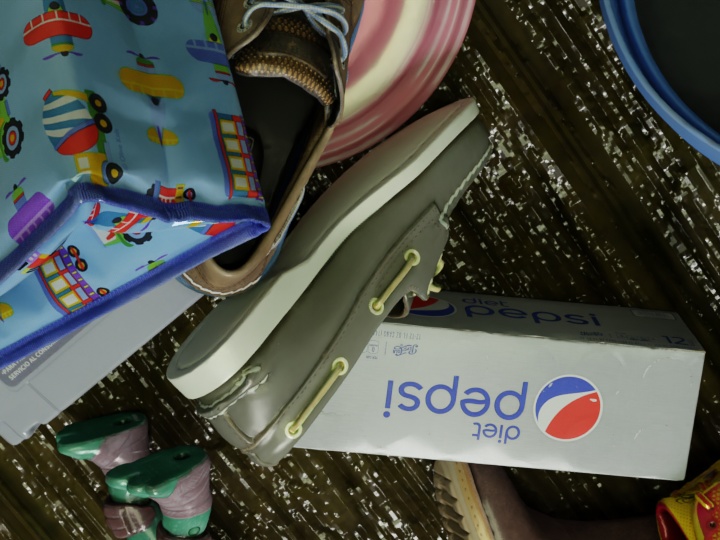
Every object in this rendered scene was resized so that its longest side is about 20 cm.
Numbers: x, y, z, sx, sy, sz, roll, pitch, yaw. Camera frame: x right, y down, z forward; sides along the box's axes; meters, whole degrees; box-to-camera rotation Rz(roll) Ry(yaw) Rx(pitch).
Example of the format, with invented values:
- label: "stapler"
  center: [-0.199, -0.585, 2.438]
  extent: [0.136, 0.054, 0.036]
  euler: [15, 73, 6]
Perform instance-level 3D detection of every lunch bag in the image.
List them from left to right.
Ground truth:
- label: "lunch bag"
  center: [-0.146, -0.047, 0.720]
  extent: [0.094, 0.152, 0.199]
  euler: [6, 151, -45]

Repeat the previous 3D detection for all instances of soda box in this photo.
- label: "soda box"
  center: [0.060, 0.052, 0.862]
  extent: [0.198, 0.064, 0.069]
  euler: [5, 106, -5]

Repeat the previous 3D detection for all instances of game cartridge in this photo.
- label: "game cartridge"
  center: [-0.143, -0.016, 0.818]
  extent: [0.200, 0.041, 0.133]
  euler: [-37, 111, 27]

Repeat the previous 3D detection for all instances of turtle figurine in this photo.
- label: "turtle figurine"
  center: [-0.097, 0.177, 0.881]
  extent: [0.149, 0.100, 0.202]
  euler: [7, 112, 38]

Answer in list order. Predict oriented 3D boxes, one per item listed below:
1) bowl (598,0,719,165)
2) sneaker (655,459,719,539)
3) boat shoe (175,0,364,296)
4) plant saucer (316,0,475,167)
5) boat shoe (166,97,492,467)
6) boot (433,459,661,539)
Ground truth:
- label: "bowl"
  center: [0.190, -0.121, 0.695]
  extent: [0.198, 0.039, 0.203]
  euler: [-2, 75, 7]
- label: "sneaker"
  center: [0.189, 0.112, 0.855]
  extent: [0.077, 0.073, 0.201]
  euler: [38, 71, -6]
- label: "boat shoe"
  center: [-0.031, -0.086, 0.734]
  extent: [0.072, 0.072, 0.202]
  euler: [11, 90, -16]
- label: "plant saucer"
  center: [-0.043, -0.138, 0.801]
  extent: [0.198, 0.051, 0.203]
  euler: [-1, 109, -4]
- label: "boat shoe"
  center: [-0.002, 0.001, 0.791]
  extent: [0.060, 0.072, 0.202]
  euler: [50, 59, -13]
- label: "boot"
  center: [0.141, 0.141, 0.908]
  extent: [0.165, 0.072, 0.201]
  euler: [-30, 106, -6]
